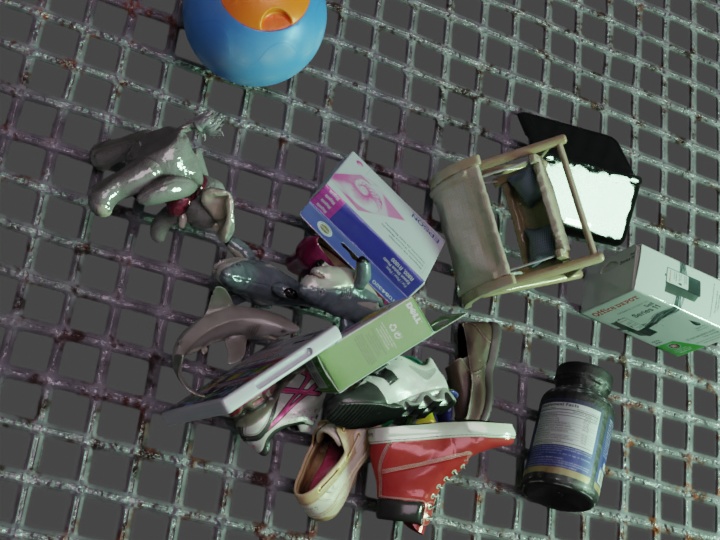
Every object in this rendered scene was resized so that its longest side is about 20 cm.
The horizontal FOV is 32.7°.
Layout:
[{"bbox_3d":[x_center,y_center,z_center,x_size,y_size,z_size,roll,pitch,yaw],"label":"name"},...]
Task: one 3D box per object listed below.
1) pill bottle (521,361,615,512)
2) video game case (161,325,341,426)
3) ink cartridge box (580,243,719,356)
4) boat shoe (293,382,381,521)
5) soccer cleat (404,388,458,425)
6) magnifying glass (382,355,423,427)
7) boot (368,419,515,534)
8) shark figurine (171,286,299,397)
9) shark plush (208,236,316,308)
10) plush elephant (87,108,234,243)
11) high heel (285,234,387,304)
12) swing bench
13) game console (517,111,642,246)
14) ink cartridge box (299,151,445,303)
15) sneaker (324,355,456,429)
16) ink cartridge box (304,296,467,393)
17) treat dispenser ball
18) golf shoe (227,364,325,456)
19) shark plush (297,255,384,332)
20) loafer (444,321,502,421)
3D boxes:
[{"bbox_3d":[0.308,0.239,1.782,0.112,0.112,0.200,27,61,-16],"label":"pill bottle"},{"bbox_3d":[-0.138,0.134,1.536,0.182,0.200,0.023,-32,97,-31],"label":"video game case"},{"bbox_3d":[0.466,0.048,1.914,0.200,0.147,0.083,23,64,-17],"label":"ink cartridge box"},{"bbox_3d":[-0.030,0.229,1.623,0.069,0.074,0.200,51,51,-43],"label":"boat shoe"},{"bbox_3d":[0.091,0.249,1.677,0.065,0.084,0.200,45,47,-51],"label":"soccer cleat"},{"bbox_3d":[0.025,0.201,1.684,0.200,0.080,0.022,-56,143,-21],"label":"magnifying glass"},{"bbox_3d":[0.113,0.271,1.622,0.200,0.072,0.144,-5,83,-12],"label":"boot"},{"bbox_3d":[-0.190,0.069,1.554,0.128,0.090,0.214,24,32,29],"label":"shark figurine"},{"bbox_3d":[-0.117,0.033,1.647,0.200,0.083,0.091,32,79,-30],"label":"shark plush"},{"bbox_3d":[-0.244,-0.107,1.612,0.200,0.165,0.155,-26,123,-3],"label":"plush elephant"},{"bbox_3d":[0.000,0.000,1.719,0.200,0.096,0.067,11,67,-23],"label":"high heel"},{"bbox_3d":[0.223,-0.071,1.810,0.200,0.130,0.199,-14,78,-9],"label":"swing bench"},{"bbox_3d":[0.342,-0.148,1.996,0.200,0.116,0.176,11,97,-23],"label":"game console"},{"bbox_3d":[0.022,-0.060,1.733,0.196,0.043,0.200,44,27,-8],"label":"ink cartridge box"},{"bbox_3d":[0.028,0.154,1.621,0.200,0.074,0.089,-2,61,-38],"label":"sneaker"},{"bbox_3d":[0.029,0.083,1.583,0.200,0.104,0.059,-31,92,-15],"label":"ink cartridge box"},{"bbox_3d":[-0.148,-0.358,1.711,0.201,0.201,0.201,9,68,-24],"label":"treat dispenser ball"},{"bbox_3d":[-0.082,0.168,1.633,0.200,0.073,0.092,-31,93,-28],"label":"golf shoe"},{"bbox_3d":[-0.017,0.062,1.658,0.083,0.091,0.200,-60,140,-32],"label":"shark plush"},{"bbox_3d":[0.150,0.160,1.762,0.071,0.073,0.200,18,59,-9],"label":"loafer"}]
